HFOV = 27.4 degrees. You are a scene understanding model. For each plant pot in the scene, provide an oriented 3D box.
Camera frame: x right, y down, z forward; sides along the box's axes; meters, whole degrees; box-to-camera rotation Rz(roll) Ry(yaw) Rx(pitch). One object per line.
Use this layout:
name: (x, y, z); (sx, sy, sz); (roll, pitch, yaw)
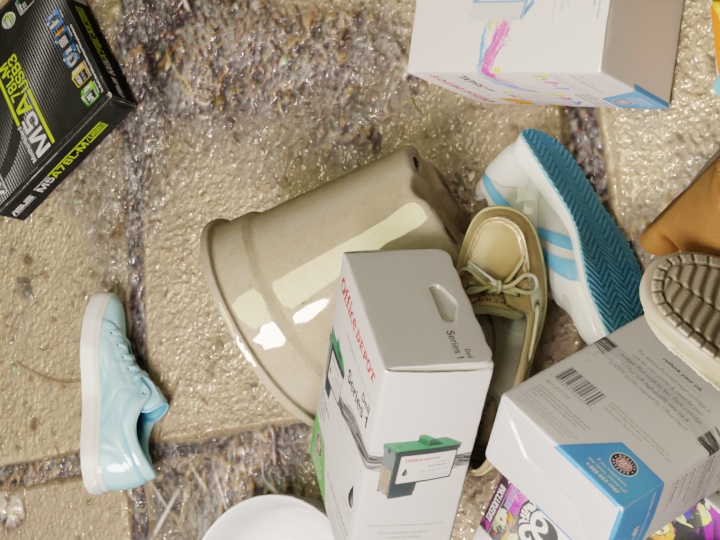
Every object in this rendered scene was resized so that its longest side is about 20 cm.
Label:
plant pot: (0.000, 0.000, 1.219); (0.183, 0.200, 0.201); (-31, 66, 15)

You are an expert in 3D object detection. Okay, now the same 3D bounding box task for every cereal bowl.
cereal bowl: (-0.054, 0.291, 1.259); (0.199, 0.083, 0.201); (-6, 79, 33)

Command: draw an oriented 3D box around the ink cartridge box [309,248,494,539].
ink cartridge box: (0.025, 0.103, 1.100); (0.146, 0.084, 0.201); (-111, 25, -52)

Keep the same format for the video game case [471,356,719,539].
video game case: (0.179, 0.194, 1.098); (0.181, 0.036, 0.201); (44, 129, 32)

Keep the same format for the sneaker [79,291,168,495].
sneaker: (-0.224, 0.115, 1.428); (0.081, 0.074, 0.201); (-5, 72, 4)

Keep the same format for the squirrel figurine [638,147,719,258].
squirrel figurine: (0.306, -0.020, 0.950); (0.187, 0.200, 0.142); (42, 84, 4)

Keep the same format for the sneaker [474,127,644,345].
sneaker: (0.159, -0.012, 1.172); (0.081, 0.076, 0.201); (-44, 56, 34)

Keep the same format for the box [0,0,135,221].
box: (-0.345, -0.189, 1.563); (0.193, 0.047, 0.201); (-39, 62, 21)

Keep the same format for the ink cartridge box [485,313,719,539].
ink cartridge box: (0.199, 0.100, 1.004); (0.116, 0.199, 0.068); (44, 143, 32)

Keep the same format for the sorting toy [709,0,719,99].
sorting toy: (0.336, -0.114, 1.061); (0.199, 0.107, 0.181); (2, 103, 35)

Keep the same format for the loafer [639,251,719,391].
loafer: (0.261, 0.061, 0.948); (0.199, 0.068, 0.076); (32, 63, 1)

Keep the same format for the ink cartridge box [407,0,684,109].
ink cartridge box: (0.138, -0.203, 1.177); (0.199, 0.128, 0.126); (5, 86, 36)

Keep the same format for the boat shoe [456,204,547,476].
boat shoe: (0.099, 0.052, 1.114); (0.073, 0.063, 0.202); (10, 93, 7)
